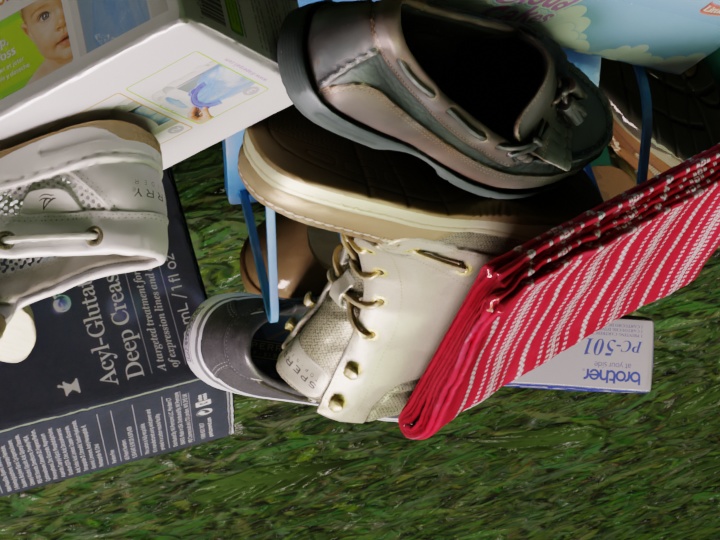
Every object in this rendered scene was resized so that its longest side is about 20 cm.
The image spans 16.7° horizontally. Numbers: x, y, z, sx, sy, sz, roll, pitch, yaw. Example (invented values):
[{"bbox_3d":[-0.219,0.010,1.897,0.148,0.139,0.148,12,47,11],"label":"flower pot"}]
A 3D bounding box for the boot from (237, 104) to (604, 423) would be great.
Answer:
[{"bbox_3d":[0.000,0.000,1.127,0.199,0.072,0.155,8,134,-40],"label":"boot"}]

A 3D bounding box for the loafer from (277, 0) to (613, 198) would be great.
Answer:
[{"bbox_3d":[0.053,-0.076,1.045,0.063,0.072,0.199,-18,162,40],"label":"loafer"}]

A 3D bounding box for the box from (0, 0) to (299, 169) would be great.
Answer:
[{"bbox_3d":[-0.135,-0.096,1.044,0.199,0.113,0.101,-25,155,24],"label":"box"}]

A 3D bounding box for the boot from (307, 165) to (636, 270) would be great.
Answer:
[{"bbox_3d":[0.050,-0.007,1.381,0.200,0.071,0.144,-9,164,-20],"label":"boot"}]

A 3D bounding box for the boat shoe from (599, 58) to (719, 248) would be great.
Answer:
[{"bbox_3d":[0.171,-0.071,1.370,0.200,0.076,0.074,40,144,-23],"label":"boat shoe"}]

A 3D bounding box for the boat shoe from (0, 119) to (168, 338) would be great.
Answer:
[{"bbox_3d":[-0.170,0.002,1.015,0.199,0.070,0.071,-20,158,18],"label":"boat shoe"}]

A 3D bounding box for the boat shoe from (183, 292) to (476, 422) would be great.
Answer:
[{"bbox_3d":[0.006,0.043,1.285,0.199,0.071,0.066,11,178,-33],"label":"boat shoe"}]

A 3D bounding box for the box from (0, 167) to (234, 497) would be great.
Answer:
[{"bbox_3d":[-0.182,0.031,1.336,0.198,0.149,0.107,-15,159,-7],"label":"box"}]

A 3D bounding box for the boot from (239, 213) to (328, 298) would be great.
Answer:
[{"bbox_3d":[0.012,-0.062,1.385,0.174,0.066,0.200,-23,160,-12],"label":"boot"}]

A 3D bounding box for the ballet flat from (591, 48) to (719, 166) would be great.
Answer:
[{"bbox_3d":[0.183,-0.093,1.457,0.064,0.068,0.200,-36,176,-43],"label":"ballet flat"}]

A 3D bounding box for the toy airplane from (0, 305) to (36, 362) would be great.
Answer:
[{"bbox_3d":[-0.272,-0.006,1.180,0.198,0.142,0.200,-5,140,7],"label":"toy airplane"}]

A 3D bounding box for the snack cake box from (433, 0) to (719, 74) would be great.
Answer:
[{"bbox_3d":[0.091,-0.164,1.113,0.199,0.116,0.067,7,149,-46],"label":"snack cake box"}]

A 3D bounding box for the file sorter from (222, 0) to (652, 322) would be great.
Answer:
[{"bbox_3d":[0.037,-0.065,1.223,0.198,0.123,0.139,-8,136,-8],"label":"file sorter"}]

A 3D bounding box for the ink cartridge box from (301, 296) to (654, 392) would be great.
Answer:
[{"bbox_3d":[0.060,0.044,1.407,0.198,0.045,0.094,4,177,-9],"label":"ink cartridge box"}]

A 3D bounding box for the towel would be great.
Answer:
[{"bbox_3d":[0.112,0.005,1.161,0.199,0.023,0.145,-27,160,-30],"label":"towel"}]
